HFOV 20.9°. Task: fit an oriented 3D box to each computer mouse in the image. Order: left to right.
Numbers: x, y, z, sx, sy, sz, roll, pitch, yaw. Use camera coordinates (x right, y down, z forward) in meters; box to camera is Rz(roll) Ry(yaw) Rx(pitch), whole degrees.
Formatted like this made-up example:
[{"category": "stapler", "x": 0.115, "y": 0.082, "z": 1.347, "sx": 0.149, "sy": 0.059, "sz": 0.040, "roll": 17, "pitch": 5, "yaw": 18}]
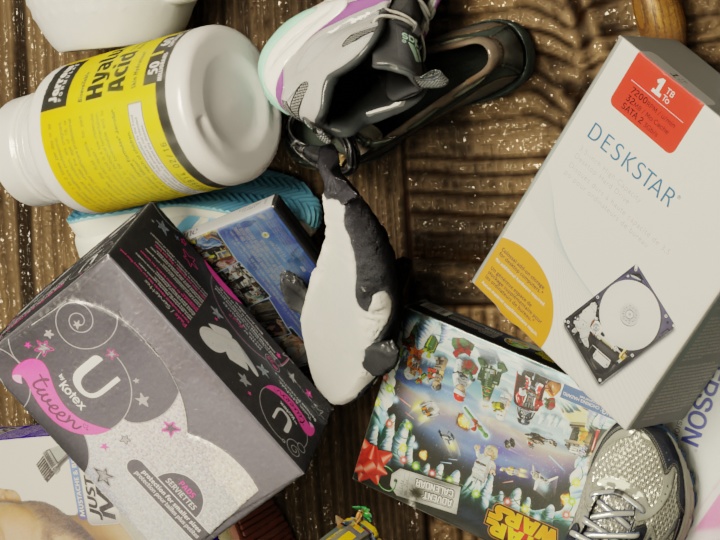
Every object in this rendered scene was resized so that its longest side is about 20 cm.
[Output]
[{"category": "computer mouse", "x": -0.080, "y": -0.095, "z": 1.401, "sx": 0.200, "sy": 0.034, "sz": 0.059, "roll": 10, "pitch": 104, "yaw": 42}]

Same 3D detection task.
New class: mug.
[{"category": "mug", "x": -0.162, "y": -0.248, "z": 1.383, "sx": 0.200, "sy": 0.147, "sz": 0.176, "roll": 0, "pitch": 99, "yaw": 36}]

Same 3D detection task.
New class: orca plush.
[{"category": "orca plush", "x": 0.000, "y": 0.000, "z": 1.351, "sx": 0.105, "sy": 0.071, "sz": 0.201, "roll": 17, "pitch": 129, "yaw": 40}]

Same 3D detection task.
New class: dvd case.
[{"category": "dvd case", "x": -0.104, "y": 0.031, "z": 1.424, "sx": 0.200, "sy": 0.018, "sz": 0.143, "roll": -21, "pitch": 123, "yaw": 26}]

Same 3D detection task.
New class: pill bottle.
[{"category": "pill bottle", "x": -0.164, "y": -0.100, "z": 1.378, "sx": 0.200, "sy": 0.111, "sz": 0.112, "roll": -11, "pitch": 92, "yaw": 35}]

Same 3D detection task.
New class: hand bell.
[{"category": "hand bell", "x": 0.181, "y": -0.225, "z": 1.274, "sx": 0.104, "sy": 0.104, "sz": 0.201, "roll": -13, "pitch": 103, "yaw": 26}]

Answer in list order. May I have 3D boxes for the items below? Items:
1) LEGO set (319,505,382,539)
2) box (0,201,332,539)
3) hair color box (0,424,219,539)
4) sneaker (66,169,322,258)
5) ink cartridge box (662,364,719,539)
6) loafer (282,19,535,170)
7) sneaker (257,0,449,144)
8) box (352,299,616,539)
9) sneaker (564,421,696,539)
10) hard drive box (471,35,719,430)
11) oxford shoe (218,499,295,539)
[{"category": "LEGO set", "x": 0.042, "y": 0.248, "z": 1.373, "sx": 0.154, "sy": 0.116, "sz": 0.200, "roll": 25, "pitch": 132, "yaw": 34}, {"category": "box", "x": -0.138, "y": 0.080, "z": 1.344, "sx": 0.132, "sy": 0.115, "sz": 0.200, "roll": -37, "pitch": 99, "yaw": 20}, {"category": "hair color box", "x": -0.211, "y": 0.173, "z": 1.500, "sx": 0.200, "sy": 0.065, "sz": 0.110, "roll": -8, "pitch": 95, "yaw": 33}, {"category": "sneaker", "x": -0.116, "y": -0.023, "z": 1.442, "sx": 0.199, "sy": 0.077, "sz": 0.081, "roll": -5, "pitch": 113, "yaw": 25}, {"category": "ink cartridge box", "x": 0.283, "y": 0.167, "z": 1.284, "sx": 0.200, "sy": 0.043, "sz": 0.197, "roll": 21, "pitch": 104, "yaw": 23}, {"category": "loafer", "x": 0.023, "y": -0.124, "z": 1.360, "sx": 0.200, "sy": 0.063, "sz": 0.072, "roll": -23, "pitch": 87, "yaw": 26}, {"category": "sneaker", "x": 0.031, "y": -0.163, "z": 1.297, "sx": 0.200, "sy": 0.078, "sz": 0.140, "roll": -50, "pitch": 36, "yaw": 5}, {"category": "box", "x": 0.104, "y": 0.120, "z": 1.365, "sx": 0.200, "sy": 0.040, "sz": 0.137, "roll": 22, "pitch": 106, "yaw": 22}, {"category": "sneaker", "x": 0.163, "y": 0.194, "z": 1.277, "sx": 0.077, "sy": 0.085, "sz": 0.201, "roll": 17, "pitch": 105, "yaw": 22}, {"category": "hard drive box", "x": 0.187, "y": -0.025, "z": 1.253, "sx": 0.156, "sy": 0.077, "sz": 0.200, "roll": 44, "pitch": 118, "yaw": 29}, {"category": "oxford shoe", "x": -0.082, "y": 0.247, "z": 1.454, "sx": 0.074, "sy": 0.071, "sz": 0.201, "roll": -20, "pitch": 87, "yaw": 31}]
